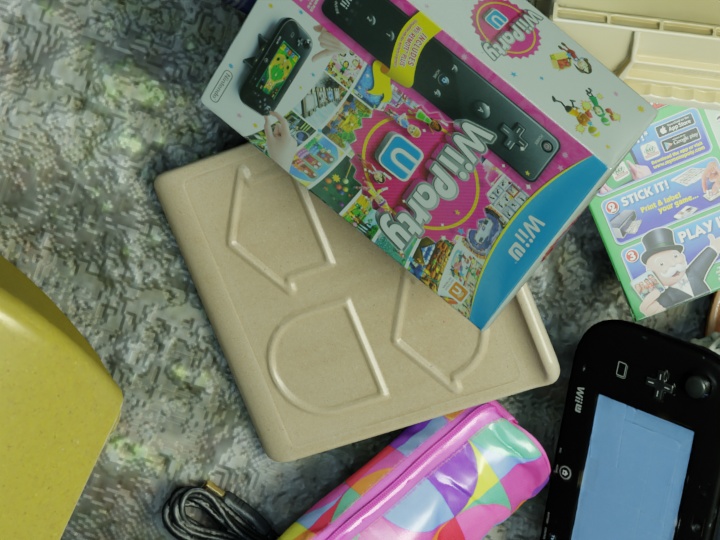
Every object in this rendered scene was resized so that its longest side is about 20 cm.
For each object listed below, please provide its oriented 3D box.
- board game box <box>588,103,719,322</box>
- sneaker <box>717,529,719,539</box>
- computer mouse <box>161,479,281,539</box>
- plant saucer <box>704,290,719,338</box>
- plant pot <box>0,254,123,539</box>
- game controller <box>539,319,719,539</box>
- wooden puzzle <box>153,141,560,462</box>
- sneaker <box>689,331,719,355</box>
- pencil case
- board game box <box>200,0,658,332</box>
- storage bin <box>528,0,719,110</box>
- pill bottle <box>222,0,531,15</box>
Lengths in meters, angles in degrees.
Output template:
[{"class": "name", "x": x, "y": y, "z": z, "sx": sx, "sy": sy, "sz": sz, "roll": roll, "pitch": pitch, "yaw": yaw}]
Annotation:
[{"class": "board game box", "x": 0.224, "y": -0.069, "z": 1.445, "sx": 0.200, "sy": 0.029, "sz": 0.135, "roll": -22, "pitch": 101, "yaw": 7}, {"class": "sneaker", "x": 0.253, "y": 0.165, "z": 1.489, "sx": 0.082, "sy": 0.200, "sz": 0.074, "roll": -1, "pitch": 61, "yaw": -41}, {"class": "computer mouse", "x": -0.118, "y": 0.224, "z": 1.495, "sx": 0.110, "sy": 0.044, "sz": 0.200, "roll": 40, "pitch": 91, "yaw": -12}, {"class": "plant saucer", "x": 0.301, "y": 0.042, "z": 1.526, "sx": 0.200, "sy": 0.037, "sz": 0.201, "roll": -1, "pitch": 98, "yaw": -7}, {"class": "plant pot", "x": -0.246, "y": 0.071, "z": 1.391, "sx": 0.200, "sy": 0.195, "sz": 0.195, "roll": 24, "pitch": 94, "yaw": -19}, {"class": "game controller", "x": 0.157, "y": 0.128, "z": 1.446, "sx": 0.104, "sy": 0.042, "sz": 0.200, "roll": 17, "pitch": 112, "yaw": 21}, {"class": "wooden puzzle", "x": 0.000, "y": 0.000, "z": 1.451, "sx": 0.200, "sy": 0.046, "sz": 0.186, "roll": -17, "pitch": 101, "yaw": 26}, {"class": "sneaker", "x": 0.202, "y": 0.066, "z": 1.462, "sx": 0.099, "sy": 0.078, "sz": 0.200, "roll": 40, "pitch": 110, "yaw": 2}, {"class": "pencil case", "x": 0.016, "y": 0.149, "z": 1.458, "sx": 0.200, "sy": 0.088, "sz": 0.088, "roll": -39, "pitch": 101, "yaw": -19}, {"class": "board game box", "x": 0.033, "y": -0.087, "z": 1.327, "sx": 0.200, "sy": 0.064, "sz": 0.148, "roll": 39, "pitch": 134, "yaw": 4}, {"class": "storage bin", "x": 0.198, "y": -0.196, "z": 1.370, "sx": 0.198, "sy": 0.094, "sz": 0.200, "roll": 7, "pitch": 72, "yaw": -2}, {"class": "pill bottle", "x": 0.005, "y": -0.168, "z": 1.420, "sx": 0.200, "sy": 0.111, "sz": 0.111, "roll": 28, "pitch": 94, "yaw": -10}]
